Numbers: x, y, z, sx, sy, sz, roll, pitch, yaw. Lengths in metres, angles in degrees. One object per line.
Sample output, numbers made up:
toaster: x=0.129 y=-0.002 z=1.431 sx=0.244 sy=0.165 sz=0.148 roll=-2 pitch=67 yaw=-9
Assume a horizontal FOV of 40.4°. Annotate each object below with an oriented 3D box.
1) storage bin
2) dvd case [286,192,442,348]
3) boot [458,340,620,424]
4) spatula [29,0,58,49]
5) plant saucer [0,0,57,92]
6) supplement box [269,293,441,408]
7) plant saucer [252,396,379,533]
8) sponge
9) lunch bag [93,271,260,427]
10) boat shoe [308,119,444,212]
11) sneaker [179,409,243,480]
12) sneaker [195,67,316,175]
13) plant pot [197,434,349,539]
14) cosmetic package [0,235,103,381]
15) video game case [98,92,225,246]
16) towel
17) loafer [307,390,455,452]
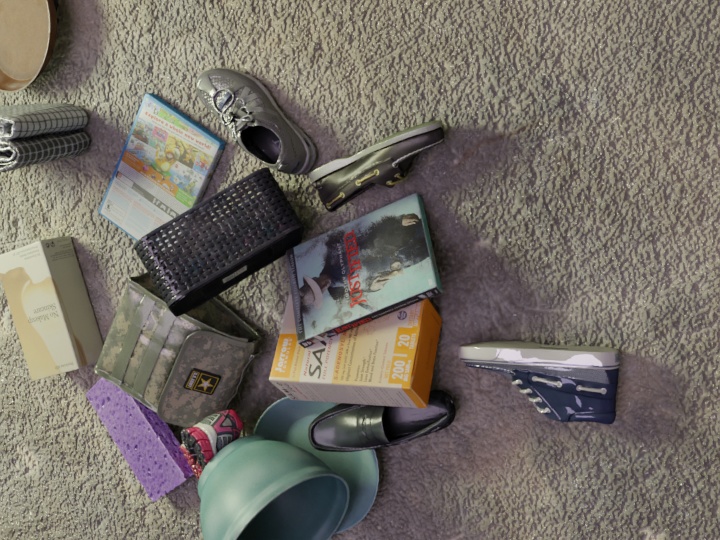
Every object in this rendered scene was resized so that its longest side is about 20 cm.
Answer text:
storage bin: x=-0.181 y=-0.034 z=1.275 sx=0.199 sy=0.135 sz=0.094 roll=-32 pitch=85 yaw=-10
dvd case: x=0.000 y=0.000 z=1.248 sx=0.199 sy=0.022 sz=0.147 roll=-23 pitch=55 yaw=20
boot: x=0.215 y=0.137 z=1.199 sx=0.198 sy=0.073 sz=0.091 roll=2 pitch=95 yaw=23
spatula: x=-0.445 y=-0.407 z=1.430 sx=0.056 sy=0.020 sz=0.201 roll=41 pitch=117 yaw=23
plant saucer: x=-0.513 y=-0.366 z=1.450 sx=0.199 sy=0.034 sz=0.203 roll=6 pitch=102 yaw=33
supplement box: x=-0.006 y=0.102 z=1.263 sx=0.198 sy=0.074 sz=0.127 roll=0 pitch=63 yaw=24
plant saucer: x=-0.059 y=0.265 z=1.367 sx=0.199 sy=0.039 sz=0.203 roll=5 pitch=102 yaw=23
sponge: x=-0.333 y=0.244 z=1.477 sx=0.111 sy=0.030 sz=0.201 roll=-40 pitch=83 yaw=42
lunch bag: x=-0.253 y=0.117 z=1.388 sx=0.199 sy=0.118 sz=0.165 roll=31 pitch=113 yaw=10
boat shoe: x=0.027 y=-0.132 z=1.242 sx=0.200 sy=0.072 sz=0.061 roll=-20 pitch=95 yaw=33
sneaker: x=-0.203 y=0.254 z=1.372 sx=0.081 sy=0.074 sz=0.200 roll=55 pitch=157 yaw=12
sneaker: x=-0.147 y=-0.203 z=1.299 sx=0.200 sy=0.082 sz=0.075 roll=39 pitch=112 yaw=14
plant pot: x=-0.133 y=0.304 z=1.293 sx=0.134 sy=0.199 sz=0.202 roll=40 pitch=114 yaw=34
cosmetic package: x=-0.474 y=0.058 z=1.500 sx=0.104 sy=0.071 sz=0.202 roll=-17 pitch=92 yaw=25
video game case: x=-0.289 y=-0.132 z=1.412 sx=0.143 sy=0.018 sz=0.201 roll=34 pitch=111 yaw=16
towel: x=-0.519 y=-0.191 z=1.427 sx=0.198 sy=0.165 sz=0.087 roll=2 pitch=106 yaw=24
loafer: x=0.025 y=0.195 z=1.271 sx=0.198 sy=0.070 sz=0.069 roll=-13 pitch=87 yaw=7
